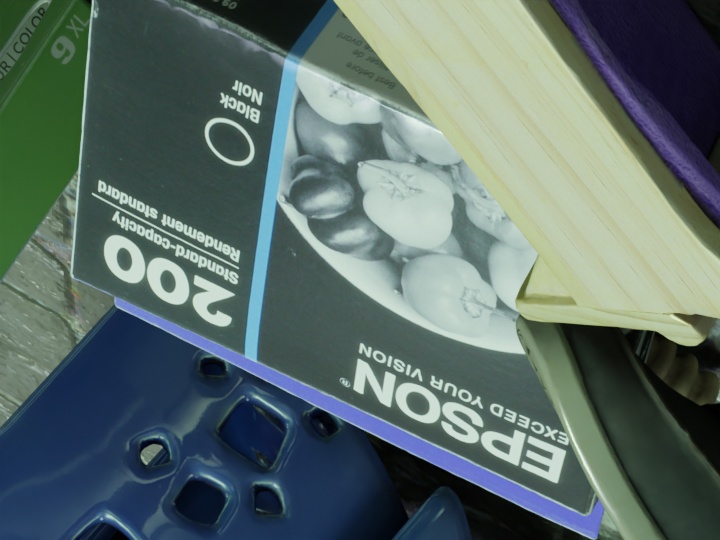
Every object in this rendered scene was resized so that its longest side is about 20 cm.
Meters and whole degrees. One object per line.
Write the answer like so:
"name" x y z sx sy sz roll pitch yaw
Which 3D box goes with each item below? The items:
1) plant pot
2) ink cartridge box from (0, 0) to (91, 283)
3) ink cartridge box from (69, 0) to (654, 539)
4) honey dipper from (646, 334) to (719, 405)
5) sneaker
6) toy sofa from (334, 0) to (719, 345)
"plant pot" -0.065 0.142 1.194 0.179 0.200 0.200 36 159 15
"ink cartridge box" -0.141 -0.049 1.049 0.059 0.104 0.200 43 157 -24
"ink cartridge box" 0.000 0.000 0.948 0.197 0.043 0.201 25 141 13
"honey dipper" 0.034 -0.013 0.967 0.200 0.038 0.038 40 159 -11
"sneaker" 0.133 0.057 0.882 0.200 0.106 0.075 49 -170 -31
"toy sofa" 0.046 -0.073 0.748 0.097 0.083 0.200 2 143 46
